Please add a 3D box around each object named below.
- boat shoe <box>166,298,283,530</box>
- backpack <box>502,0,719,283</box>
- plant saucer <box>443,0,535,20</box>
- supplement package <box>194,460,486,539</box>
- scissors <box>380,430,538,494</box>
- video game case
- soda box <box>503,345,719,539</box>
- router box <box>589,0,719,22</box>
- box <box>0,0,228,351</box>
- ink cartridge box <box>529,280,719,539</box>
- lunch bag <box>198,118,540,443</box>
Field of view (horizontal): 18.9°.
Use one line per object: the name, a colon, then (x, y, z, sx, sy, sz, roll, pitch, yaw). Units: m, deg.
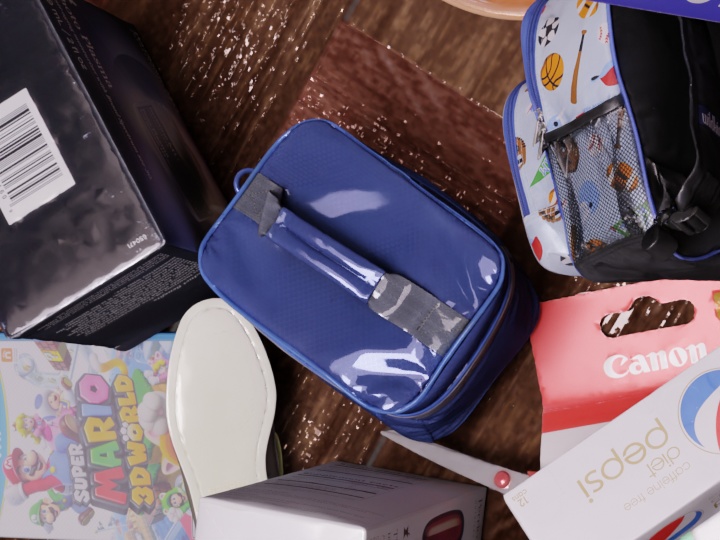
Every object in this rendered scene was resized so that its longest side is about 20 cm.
boat shoe: (-0.086, 0.118, 1.408, 0.072, 0.060, 0.203, -9, 92, -7)
backpack: (0.175, -0.088, 1.251, 0.154, 0.199, 0.192, -15, 80, 43)
plant saucer: (0.096, -0.249, 1.310, 0.199, 0.038, 0.201, 7, 124, 10)
supplement package: (-0.011, 0.187, 1.319, 0.109, 0.200, 0.114, 8, 96, 23)
scissors: (0.096, 0.138, 1.329, 0.199, 0.014, 0.074, 4, 79, 25)
video game case: (-0.173, 0.114, 1.484, 0.199, 0.018, 0.144, -1, 92, 23)
soda box: (0.186, 0.107, 1.258, 0.200, 0.064, 0.068, -35, 67, 4)
router box: (0.179, -0.225, 1.188, 0.049, 0.199, 0.180, 131, 140, -54)
box: (-0.181, -0.065, 1.377, 0.123, 0.198, 0.201, -30, 79, 10)
ink cartridge box: (0.184, 0.106, 1.318, 0.160, 0.050, 0.201, -12, 89, 23)
lunch bag: (0.000, 0.000, 1.329, 0.200, 0.132, 0.136, 34, 86, 19)
